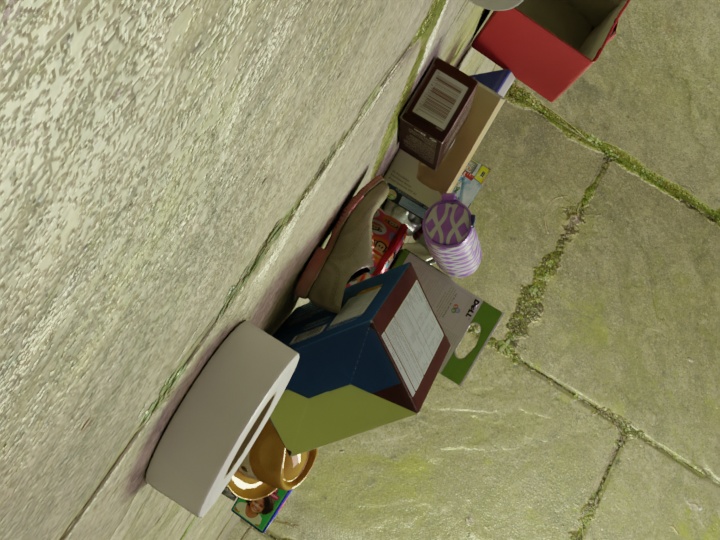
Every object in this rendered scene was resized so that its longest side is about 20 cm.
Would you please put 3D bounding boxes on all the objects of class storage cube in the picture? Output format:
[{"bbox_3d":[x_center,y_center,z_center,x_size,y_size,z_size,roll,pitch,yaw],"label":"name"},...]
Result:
[{"bbox_3d":[0.310,-0.415,1.749,0.172,0.199,0.180,-58,-177,-16],"label":"storage cube"}]

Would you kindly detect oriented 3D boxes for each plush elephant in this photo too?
[{"bbox_3d":[0.119,-0.091,1.979,0.201,0.154,0.165,-61,175,29],"label":"plush elephant"}]

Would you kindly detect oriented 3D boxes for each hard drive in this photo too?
[{"bbox_3d":[0.163,-0.252,1.809,0.131,0.025,0.201,1,-129,51],"label":"hard drive"}]

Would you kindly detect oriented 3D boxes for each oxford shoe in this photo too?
[{"bbox_3d":[-0.008,-0.033,1.410,0.201,0.073,0.071,-58,176,-17],"label":"oxford shoe"}]

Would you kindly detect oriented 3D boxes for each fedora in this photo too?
[{"bbox_3d":[-0.121,0.270,1.639,0.200,0.081,0.203,-30,130,-43],"label":"fedora"}]

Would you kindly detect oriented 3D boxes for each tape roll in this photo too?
[{"bbox_3d":[-0.145,0.158,1.147,0.204,0.070,0.202,-59,177,-5],"label":"tape roll"}]

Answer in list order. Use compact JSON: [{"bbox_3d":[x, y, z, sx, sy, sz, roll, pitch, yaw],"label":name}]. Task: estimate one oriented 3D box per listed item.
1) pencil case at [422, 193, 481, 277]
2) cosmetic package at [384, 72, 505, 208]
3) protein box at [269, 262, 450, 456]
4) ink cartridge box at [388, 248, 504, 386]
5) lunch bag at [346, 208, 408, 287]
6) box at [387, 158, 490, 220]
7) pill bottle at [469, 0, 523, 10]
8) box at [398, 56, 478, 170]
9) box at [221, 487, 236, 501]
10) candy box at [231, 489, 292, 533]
[{"bbox_3d":[0.145,-0.051,1.690,0.200,0.083,0.087,60,26,-72],"label":"pencil case"},{"bbox_3d":[0.130,-0.205,1.674,0.202,0.104,0.071,-61,174,14],"label":"cosmetic package"},{"bbox_3d":[-0.012,0.114,1.422,0.196,0.136,0.200,-22,-167,24],"label":"protein box"},{"bbox_3d":[0.116,0.078,1.802,0.149,0.198,0.076,-58,-179,0],"label":"ink cartridge box"},{"bbox_3d":[0.000,0.000,1.785,0.201,0.081,0.177,-60,180,30],"label":"lunch bag"},{"bbox_3d":[0.136,-0.153,1.874,0.200,0.135,0.038,-53,172,-52],"label":"box"},{"bbox_3d":[0.154,-0.328,0.963,0.201,0.112,0.113,-56,175,-30],"label":"pill bottle"},{"bbox_3d":[0.107,-0.217,1.517,0.101,0.074,0.200,-59,174,-4],"label":"box"},{"bbox_3d":[-0.175,0.281,1.831,0.201,0.049,0.158,-57,176,-24],"label":"box"},{"bbox_3d":[-0.124,0.321,1.852,0.202,0.076,0.169,-60,176,19],"label":"candy box"}]
